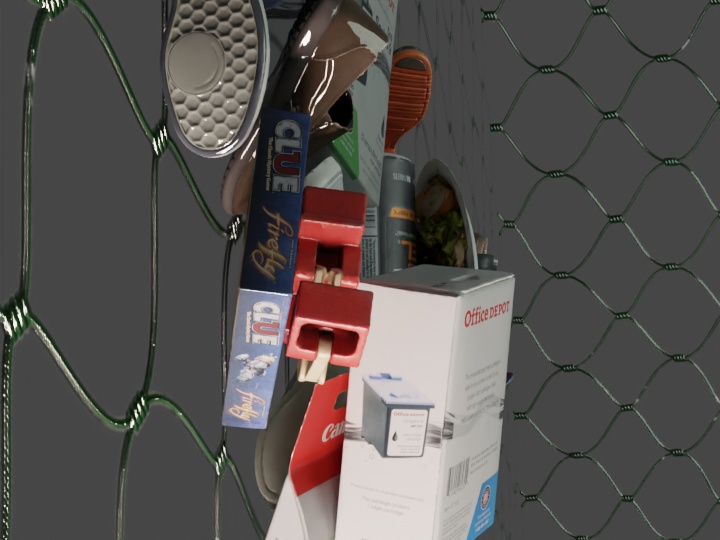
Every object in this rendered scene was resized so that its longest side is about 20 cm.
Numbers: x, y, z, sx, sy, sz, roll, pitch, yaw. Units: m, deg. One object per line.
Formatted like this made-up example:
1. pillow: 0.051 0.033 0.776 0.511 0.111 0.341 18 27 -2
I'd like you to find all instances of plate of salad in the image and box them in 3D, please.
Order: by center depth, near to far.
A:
1. plate of salad: 0.067 -0.004 1.337 0.200 0.047 0.203 175 -90 -75

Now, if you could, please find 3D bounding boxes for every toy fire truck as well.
1. toy fire truck: -0.027 0.023 0.965 0.201 0.048 0.143 108 -11 -60

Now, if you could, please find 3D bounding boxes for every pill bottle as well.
1. pill bottle: 0.000 0.000 1.285 0.106 0.105 0.203 30 59 -77

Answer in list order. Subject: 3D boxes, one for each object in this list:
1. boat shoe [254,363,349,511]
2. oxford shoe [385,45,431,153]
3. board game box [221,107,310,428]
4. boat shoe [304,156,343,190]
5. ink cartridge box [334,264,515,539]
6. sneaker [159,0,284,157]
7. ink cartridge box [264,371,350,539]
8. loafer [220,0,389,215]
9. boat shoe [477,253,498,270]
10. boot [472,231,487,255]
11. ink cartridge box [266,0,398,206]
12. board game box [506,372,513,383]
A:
1. boat shoe: -0.037 0.121 1.152 0.061 0.071 0.203 95 10 -45
2. oxford shoe: 0.019 -0.168 1.420 0.201 0.070 0.074 121 -29 -52
3. board game box: -0.066 0.005 0.961 0.201 0.034 0.137 106 -10 -59
4. boat shoe: -0.032 -0.029 1.104 0.069 0.072 0.200 47 -16 6
5. ink cartridge box: 0.052 0.104 1.055 0.146 0.085 0.203 -12 106 -66
6. sneaker: -0.083 -0.172 0.967 0.146 0.076 0.206 20 69 -77
7. ink cartridge box: -0.014 0.172 1.061 0.161 0.050 0.202 -14 127 -66
8. loafer: -0.041 -0.106 0.995 0.201 0.070 0.074 -57 -167 40
9. boat shoe: 0.105 0.005 1.443 0.200 0.074 0.061 -164 -112 -76
10. boot: 0.082 0.050 1.594 0.070 0.144 0.203 -32 119 -79
11. ink cartridge box: -0.031 -0.171 1.166 0.146 0.083 0.203 48 45 -66
12. board game box: 0.042 0.115 1.286 0.039 0.198 0.158 68 17 -1
